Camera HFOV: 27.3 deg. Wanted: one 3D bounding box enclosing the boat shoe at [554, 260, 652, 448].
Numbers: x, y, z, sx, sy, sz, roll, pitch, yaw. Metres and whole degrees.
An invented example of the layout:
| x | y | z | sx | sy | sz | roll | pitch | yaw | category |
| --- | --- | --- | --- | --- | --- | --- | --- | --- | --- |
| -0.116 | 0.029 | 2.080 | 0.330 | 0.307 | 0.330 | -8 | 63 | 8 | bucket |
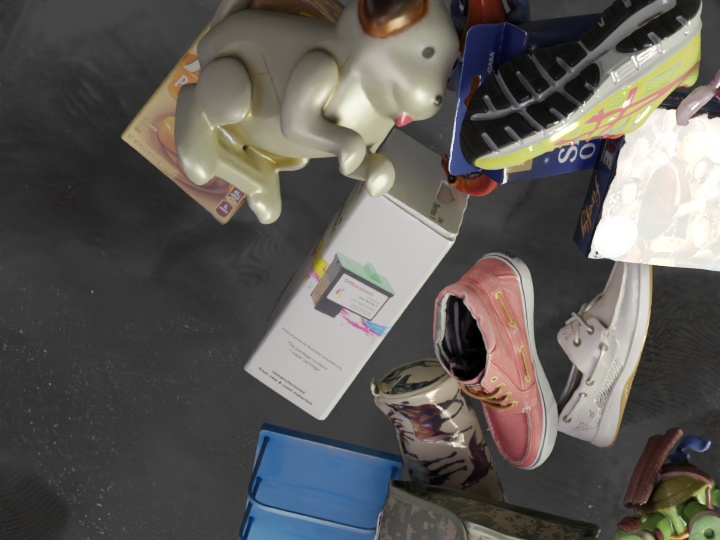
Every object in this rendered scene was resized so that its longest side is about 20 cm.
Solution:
| x | y | z | sx | sy | sz | roll | pitch | yaw | category |
| --- | --- | --- | --- | --- | --- | --- | --- | --- | --- |
| 0.203 | 0.062 | 1.268 | 0.068 | 0.071 | 0.202 | 10 | 117 | 3 | boat shoe |

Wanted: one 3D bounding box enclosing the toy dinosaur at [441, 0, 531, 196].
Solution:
| x | y | z | sx | sy | sz | roll | pitch | yaw | category |
| --- | --- | --- | --- | --- | --- | --- | --- | --- | --- |
| 0.086 | -0.155 | 1.147 | 0.104 | 0.200 | 0.184 | 1 | 84 | 24 | toy dinosaur |

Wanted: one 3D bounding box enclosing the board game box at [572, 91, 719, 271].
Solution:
| x | y | z | sx | sy | sz | roll | pitch | yaw | category |
| --- | --- | --- | --- | --- | --- | --- | --- | --- | --- |
| 0.281 | -0.068 | 1.179 | 0.197 | 0.035 | 0.137 | 5 | 117 | -17 | board game box |

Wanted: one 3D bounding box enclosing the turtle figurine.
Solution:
| x | y | z | sx | sy | sz | roll | pitch | yaw | category |
| --- | --- | --- | --- | --- | --- | --- | --- | --- | --- |
| 0.278 | 0.248 | 1.259 | 0.142 | 0.194 | 0.202 | 17 | 97 | 15 | turtle figurine |

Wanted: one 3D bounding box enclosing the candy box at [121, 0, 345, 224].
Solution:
| x | y | z | sx | sy | sz | roll | pitch | yaw | category |
| --- | --- | --- | --- | --- | --- | --- | --- | --- | --- |
| -0.092 | -0.150 | 1.218 | 0.115 | 0.055 | 0.200 | 39 | 114 | -9 | candy box |

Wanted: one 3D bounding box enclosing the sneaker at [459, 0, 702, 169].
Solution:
| x | y | z | sx | sy | sz | roll | pitch | yaw | category |
| --- | --- | --- | --- | --- | --- | --- | --- | --- | --- |
| 0.166 | -0.120 | 1.069 | 0.198 | 0.079 | 0.091 | -29 | 138 | 2 | sneaker |

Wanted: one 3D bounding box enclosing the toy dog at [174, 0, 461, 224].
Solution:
| x | y | z | sx | sy | sz | roll | pitch | yaw | category |
| --- | --- | --- | --- | --- | --- | --- | --- | --- | --- |
| -0.018 | -0.143 | 1.105 | 0.198 | 0.196 | 0.139 | -15 | 149 | 23 | toy dog |

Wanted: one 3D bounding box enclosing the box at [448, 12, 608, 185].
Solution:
| x | y | z | sx | sy | sz | roll | pitch | yaw | category |
| --- | --- | --- | --- | --- | --- | --- | --- | --- | --- |
| 0.159 | -0.134 | 1.137 | 0.198 | 0.032 | 0.123 | -11 | 122 | -32 | box |

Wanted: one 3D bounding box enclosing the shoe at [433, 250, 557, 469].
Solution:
| x | y | z | sx | sy | sz | roll | pitch | yaw | category |
| --- | --- | --- | --- | --- | --- | --- | --- | --- | --- |
| 0.111 | 0.091 | 1.269 | 0.071 | 0.091 | 0.203 | 5 | 114 | 38 | shoe |

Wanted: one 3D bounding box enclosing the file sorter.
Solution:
| x | y | z | sx | sy | sz | roll | pitch | yaw | category |
| --- | --- | --- | --- | --- | --- | --- | --- | --- | --- |
| -0.051 | 0.271 | 1.374 | 0.137 | 0.123 | 0.202 | 13 | 117 | 2 | file sorter |

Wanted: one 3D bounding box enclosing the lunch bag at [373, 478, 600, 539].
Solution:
| x | y | z | sx | sy | sz | roll | pitch | yaw | category |
| --- | --- | --- | --- | --- | --- | --- | --- | --- | --- |
| 0.095 | 0.279 | 1.256 | 0.197 | 0.118 | 0.166 | 13 | 96 | 4 | lunch bag |

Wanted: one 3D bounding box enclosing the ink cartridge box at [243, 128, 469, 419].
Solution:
| x | y | z | sx | sy | sz | roll | pitch | yaw | category |
| --- | --- | --- | --- | --- | --- | --- | --- | --- | --- |
| 0.000 | 0.000 | 1.225 | 0.084 | 0.145 | 0.201 | 33 | 115 | -5 | ink cartridge box |

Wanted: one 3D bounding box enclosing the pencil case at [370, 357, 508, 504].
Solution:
| x | y | z | sx | sy | sz | roll | pitch | yaw | category |
| --- | --- | --- | --- | --- | --- | --- | --- | --- | --- |
| 0.073 | 0.171 | 1.332 | 0.089 | 0.078 | 0.202 | -23 | 112 | -7 | pencil case |

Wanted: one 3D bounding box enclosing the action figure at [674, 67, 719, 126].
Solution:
| x | y | z | sx | sy | sz | roll | pitch | yaw | category |
| --- | --- | --- | --- | --- | --- | --- | --- | --- | --- |
| 0.326 | -0.185 | 1.098 | 0.147 | 0.134 | 0.203 | 14 | 95 | 10 | action figure |
